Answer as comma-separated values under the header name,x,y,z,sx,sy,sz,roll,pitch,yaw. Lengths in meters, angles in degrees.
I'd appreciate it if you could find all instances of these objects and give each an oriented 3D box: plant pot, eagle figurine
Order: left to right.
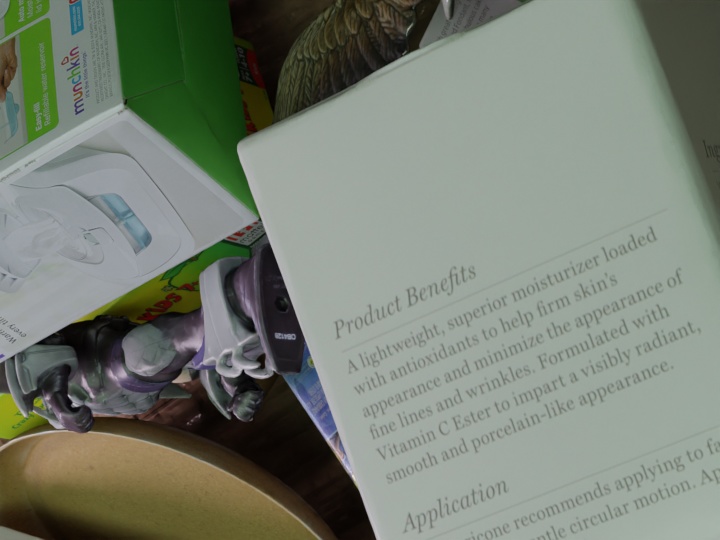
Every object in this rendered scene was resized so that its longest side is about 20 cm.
name,x,y,z,sx,sy,sz,roll,pitch,yaw
plant pot,-0.088,0.131,1.257,0.200,0.028,0.200,15,142,12
eagle figurine,0.011,-0.127,1.037,0.200,0.152,0.151,-8,136,30

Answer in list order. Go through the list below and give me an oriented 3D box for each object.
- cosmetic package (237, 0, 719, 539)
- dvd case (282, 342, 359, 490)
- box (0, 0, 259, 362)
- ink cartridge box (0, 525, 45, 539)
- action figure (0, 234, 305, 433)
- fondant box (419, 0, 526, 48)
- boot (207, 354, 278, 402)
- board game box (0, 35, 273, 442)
name,x,y,z,sx,sy,sz,roll,pitch,yaw
cosmetic package,0.089,0.013,0.960,0.165,0.165,0.200,-23,80,28
dvd case,0.055,0.069,1.102,0.143,0.018,0.200,-47,68,34
box,-0.149,-0.077,1.110,0.176,0.200,0.097,-30,136,21
ink cartridge box,-0.104,0.216,1.274,0.200,0.086,0.147,14,143,16
action figure,-0.082,0.035,1.118,0.200,0.130,0.070,-25,79,45
fondant box,0.142,-0.106,1.085,0.200,0.058,0.144,33,118,15
boot,0.000,0.000,1.193,0.075,0.074,0.200,35,116,-4
board game box,-0.119,-0.015,1.209,0.200,0.048,0.102,-37,56,32
